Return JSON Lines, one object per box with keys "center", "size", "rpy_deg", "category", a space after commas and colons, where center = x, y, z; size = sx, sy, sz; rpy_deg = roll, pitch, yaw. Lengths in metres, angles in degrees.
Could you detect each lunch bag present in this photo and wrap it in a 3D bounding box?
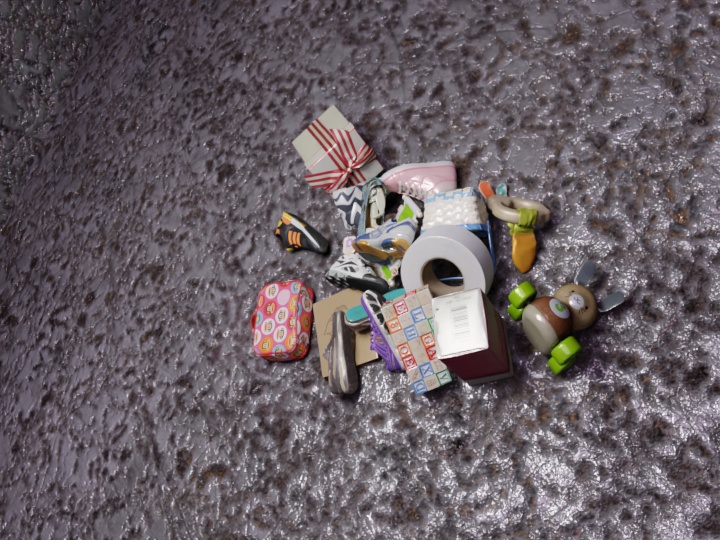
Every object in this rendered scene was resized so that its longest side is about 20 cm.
{"center": [-0.213, 0.133, 1.599], "size": [0.172, 0.082, 0.206], "rpy_deg": [-8, 64, 28], "category": "lunch bag"}

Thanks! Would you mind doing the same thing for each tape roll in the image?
{"center": [0.190, 0.007, 1.348], "size": [0.198, 0.208, 0.071], "rpy_deg": [-2, 24, 30], "category": "tape roll"}

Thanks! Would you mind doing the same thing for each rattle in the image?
{"center": [0.340, -0.110, 1.414], "size": [0.128, 0.146, 0.199], "rpy_deg": [-27, 32, -22], "category": "rattle"}

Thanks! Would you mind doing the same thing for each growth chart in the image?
{"center": [0.092, -0.076, 1.485], "size": [0.204, 0.017, 0.145], "rpy_deg": [-68, 25, 11], "category": "growth chart"}

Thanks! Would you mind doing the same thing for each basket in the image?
{"center": [0.224, -0.079, 1.405], "size": [0.172, 0.138, 0.207], "rpy_deg": [-2, 81, 29], "category": "basket"}

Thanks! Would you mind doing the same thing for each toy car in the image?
{"center": [0.419, 0.073, 1.218], "size": [0.198, 0.158, 0.166], "rpy_deg": [-35, 66, -3], "category": "toy car"}

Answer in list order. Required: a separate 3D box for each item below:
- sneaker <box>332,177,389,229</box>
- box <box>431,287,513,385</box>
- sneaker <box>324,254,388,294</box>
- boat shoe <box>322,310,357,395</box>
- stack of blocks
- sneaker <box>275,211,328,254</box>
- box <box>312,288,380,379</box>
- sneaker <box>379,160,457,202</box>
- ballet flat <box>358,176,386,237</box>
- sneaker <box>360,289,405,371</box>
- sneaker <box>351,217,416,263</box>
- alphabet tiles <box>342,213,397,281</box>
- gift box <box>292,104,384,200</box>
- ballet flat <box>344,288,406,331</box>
{"center": [0.030, -0.165, 1.594], "size": [0.079, 0.195, 0.133], "rpy_deg": [7, 114, 58], "category": "sneaker"}
{"center": [0.232, 0.139, 1.255], "size": [0.106, 0.200, 0.131], "rpy_deg": [-15, 60, 23], "category": "box"}
{"center": [0.000, 0.000, 1.505], "size": [0.197, 0.074, 0.090], "rpy_deg": [13, 65, 43], "category": "sneaker"}
{"center": [-0.056, 0.194, 1.455], "size": [0.072, 0.074, 0.205], "rpy_deg": [-16, 61, 23], "category": "boat shoe"}
{"center": [0.134, 0.149, 1.327], "size": [0.113, 0.059, 0.205], "rpy_deg": [-22, 94, 8], "category": "stack of blocks"}
{"center": [-0.165, -0.081, 1.688], "size": [0.199, 0.069, 0.091], "rpy_deg": [41, 106, 37], "category": "sneaker"}
{"center": [-0.038, 0.149, 1.522], "size": [0.160, 0.021, 0.205], "rpy_deg": [-23, 60, 21], "category": "box"}
{"center": [0.148, -0.204, 1.520], "size": [0.194, 0.076, 0.107], "rpy_deg": [-8, 66, 0], "category": "sneaker"}
{"center": [0.033, -0.125, 1.514], "size": [0.073, 0.074, 0.206], "rpy_deg": [7, 104, 32], "category": "ballet flat"}
{"center": [0.044, 0.144, 1.392], "size": [0.082, 0.081, 0.204], "rpy_deg": [-20, 100, 29], "category": "sneaker"}
{"center": [0.060, -0.075, 1.450], "size": [0.197, 0.075, 0.089], "rpy_deg": [-2, 51, 51], "category": "sneaker"}
{"center": [0.039, -0.052, 1.577], "size": [0.195, 0.015, 0.201], "rpy_deg": [-8, 64, 28], "category": "alphabet tiles"}
{"center": [-0.071, -0.305, 1.633], "size": [0.184, 0.199, 0.188], "rpy_deg": [-43, 43, 9], "category": "gift box"}
{"center": [0.058, 0.096, 1.457], "size": [0.194, 0.068, 0.069], "rpy_deg": [-15, 50, 2], "category": "ballet flat"}
